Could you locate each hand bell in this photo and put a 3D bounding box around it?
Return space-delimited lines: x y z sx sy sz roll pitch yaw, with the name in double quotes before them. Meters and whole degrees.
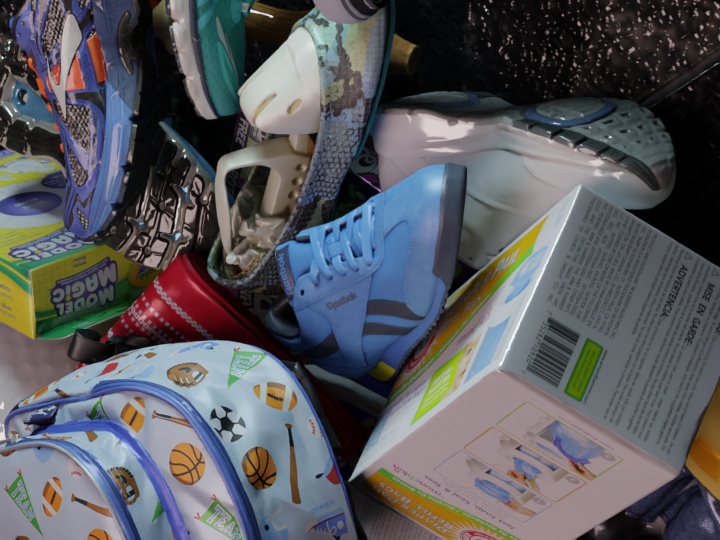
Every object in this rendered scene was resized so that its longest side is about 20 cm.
"hand bell" -0.059 -0.135 1.584 0.199 0.104 0.105 15 125 22

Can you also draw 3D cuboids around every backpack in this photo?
"backpack" -0.093 0.124 1.517 0.190 0.154 0.201 -19 98 46

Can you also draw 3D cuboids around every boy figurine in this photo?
"boy figurine" 0.185 0.086 1.474 0.125 0.064 0.200 59 144 21

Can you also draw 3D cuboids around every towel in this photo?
"towel" -0.104 0.101 1.630 0.145 0.022 0.200 45 115 3

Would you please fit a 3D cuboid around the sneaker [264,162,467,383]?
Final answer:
"sneaker" 0.000 0.000 1.478 0.078 0.066 0.200 15 155 -9

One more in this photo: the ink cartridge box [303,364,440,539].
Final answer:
"ink cartridge box" 0.031 0.132 1.601 0.200 0.037 0.095 27 105 32

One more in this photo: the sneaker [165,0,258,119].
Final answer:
"sneaker" -0.057 -0.174 1.510 0.079 0.078 0.201 7 101 1

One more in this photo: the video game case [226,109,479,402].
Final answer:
"video game case" -0.008 0.017 1.645 0.181 0.036 0.200 37 135 22

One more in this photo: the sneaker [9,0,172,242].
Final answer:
"sneaker" -0.143 -0.113 1.544 0.078 0.075 0.201 7 107 13

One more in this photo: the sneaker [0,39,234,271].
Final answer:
"sneaker" -0.123 -0.071 1.665 0.200 0.090 0.079 42 119 34

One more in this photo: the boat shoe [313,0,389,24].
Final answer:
"boat shoe" 0.017 -0.217 1.428 0.066 0.070 0.201 9 96 31

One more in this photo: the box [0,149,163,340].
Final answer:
"box" -0.183 -0.016 1.709 0.200 0.117 0.049 25 126 45

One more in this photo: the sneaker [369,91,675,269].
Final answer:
"sneaker" 0.083 -0.043 1.483 0.200 0.074 0.088 8 106 51

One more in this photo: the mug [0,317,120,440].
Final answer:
"mug" -0.172 0.088 1.774 0.175 0.148 0.200 39 174 10

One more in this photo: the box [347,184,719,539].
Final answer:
"box" 0.089 0.059 1.450 0.101 0.113 0.200 31 152 -9

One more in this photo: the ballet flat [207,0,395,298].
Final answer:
"ballet flat" -0.036 -0.065 1.523 0.074 0.074 0.201 33 127 25
